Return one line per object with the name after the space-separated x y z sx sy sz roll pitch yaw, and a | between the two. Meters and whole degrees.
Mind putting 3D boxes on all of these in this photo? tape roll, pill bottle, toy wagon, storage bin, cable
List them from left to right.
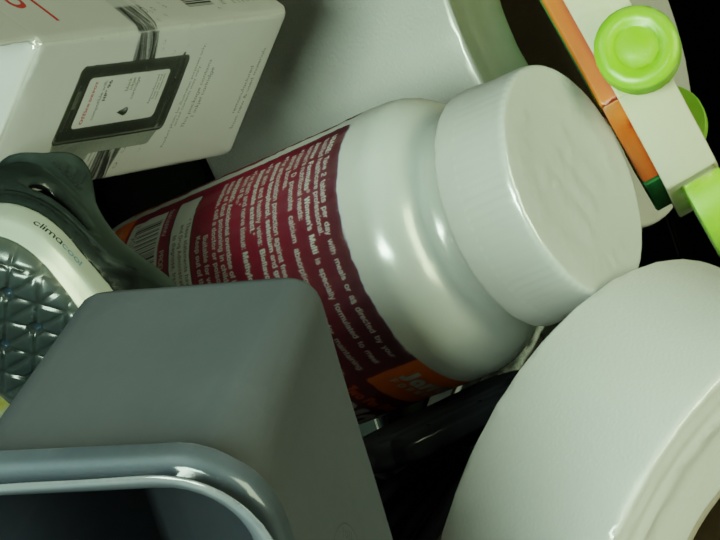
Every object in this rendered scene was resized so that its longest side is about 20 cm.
-0.056 0.105 0.917 0.135 0.145 0.201 -67 146 -53 | storage bin
0.000 0.000 1.138 0.109 0.199 0.110 33 46 -42 | pill bottle
0.034 -0.091 1.303 0.202 0.139 0.204 33 47 -43 | tape roll
0.072 0.112 1.151 0.199 0.051 0.164 -24 116 -28 | cable
0.106 -0.079 1.170 0.201 0.039 0.155 63 6 13 | toy wagon
0.117 0.101 1.103 0.202 0.071 0.203 -26 127 -40 | tape roll

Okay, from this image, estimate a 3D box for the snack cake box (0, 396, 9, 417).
-0.150 0.082 0.988 0.115 0.067 0.201 45 39 -34 | snack cake box

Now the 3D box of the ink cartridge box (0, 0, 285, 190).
-0.132 -0.086 1.069 0.116 0.068 0.200 34 23 23 | ink cartridge box

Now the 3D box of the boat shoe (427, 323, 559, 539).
0.068 0.084 1.313 0.074 0.068 0.200 50 38 -25 | boat shoe

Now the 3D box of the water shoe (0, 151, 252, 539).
-0.064 0.045 1.011 0.200 0.071 0.079 57 30 -24 | water shoe
